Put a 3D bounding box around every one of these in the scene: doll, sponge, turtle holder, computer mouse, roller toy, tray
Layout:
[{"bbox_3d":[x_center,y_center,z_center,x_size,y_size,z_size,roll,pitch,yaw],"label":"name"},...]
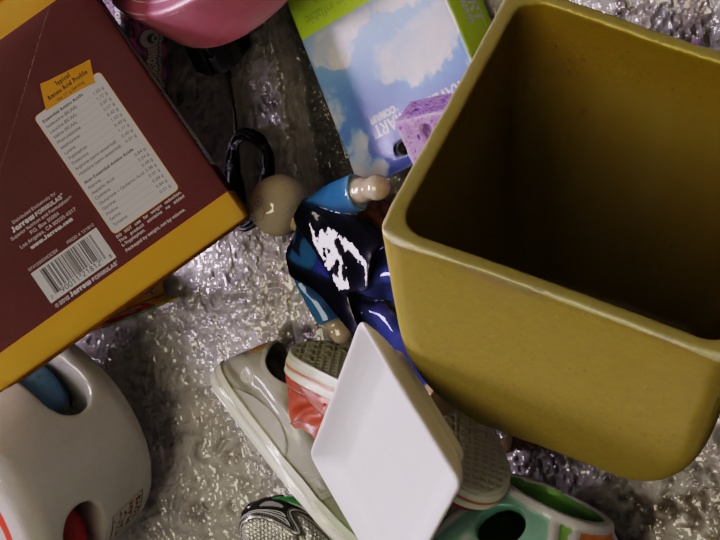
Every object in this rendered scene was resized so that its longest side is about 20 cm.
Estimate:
[{"bbox_3d":[0.000,0.000,1.364,0.200,0.048,0.137,42,137,35],"label":"doll"},{"bbox_3d":[0.129,-0.064,1.296,0.198,0.030,0.112,-9,116,32],"label":"sponge"},{"bbox_3d":[0.088,0.194,1.357,0.185,0.140,0.133,38,109,64],"label":"turtle holder"},{"bbox_3d":[-0.098,-0.125,1.486,0.058,0.034,0.202,-11,92,37],"label":"computer mouse"},{"bbox_3d":[-0.245,0.137,1.563,0.182,0.140,0.201,-8,115,47],"label":"roller toy"},{"bbox_3d":[0.018,0.110,1.259,0.108,0.022,0.200,58,158,18],"label":"tray"}]

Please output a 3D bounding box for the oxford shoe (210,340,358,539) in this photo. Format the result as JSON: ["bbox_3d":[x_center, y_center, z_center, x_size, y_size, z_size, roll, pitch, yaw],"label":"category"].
[{"bbox_3d":[-0.022,0.124,1.457,0.058,0.075,0.200,-43,72,9],"label":"oxford shoe"}]

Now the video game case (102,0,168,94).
[{"bbox_3d":[-0.207,-0.154,1.551,0.180,0.036,0.202,9,104,42],"label":"video game case"}]

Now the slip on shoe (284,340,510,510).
[{"bbox_3d":[0.021,0.105,1.364,0.199,0.074,0.062,28,120,45],"label":"slip on shoe"}]

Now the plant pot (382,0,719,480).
[{"bbox_3d":[0.132,0.003,1.204,0.194,0.195,0.201,20,145,14],"label":"plant pot"}]

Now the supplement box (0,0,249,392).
[{"bbox_3d":[-0.207,-0.061,1.415,0.197,0.133,0.201,-35,92,0],"label":"supplement box"}]

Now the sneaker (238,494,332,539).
[{"bbox_3d":[-0.023,0.239,1.465,0.078,0.085,0.201,-45,71,33],"label":"sneaker"}]

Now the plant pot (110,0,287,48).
[{"bbox_3d":[-0.128,-0.263,1.347,0.199,0.178,0.202,-24,53,37],"label":"plant pot"}]

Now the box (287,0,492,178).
[{"bbox_3d":[0.016,-0.166,1.384,0.121,0.047,0.202,-25,84,38],"label":"box"}]

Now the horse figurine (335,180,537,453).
[{"bbox_3d":[0.054,0.037,1.393,0.199,0.050,0.134,29,119,34],"label":"horse figurine"}]

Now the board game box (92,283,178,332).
[{"bbox_3d":[-0.233,0.016,1.573,0.199,0.095,0.030,8,109,35],"label":"board game box"}]
